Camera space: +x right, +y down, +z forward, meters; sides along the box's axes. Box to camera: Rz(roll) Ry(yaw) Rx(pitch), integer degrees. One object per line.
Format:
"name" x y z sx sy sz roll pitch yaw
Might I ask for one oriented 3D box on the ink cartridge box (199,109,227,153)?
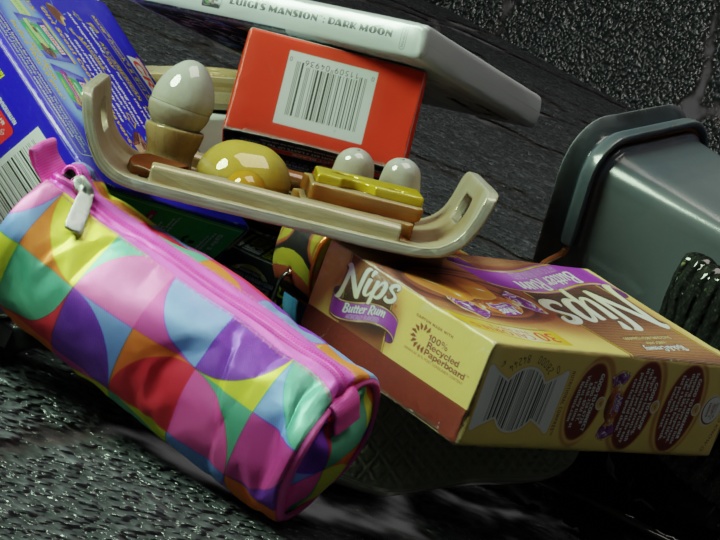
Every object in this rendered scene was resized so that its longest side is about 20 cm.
"ink cartridge box" -0.102 -0.072 1.584 0.199 0.068 0.116 -2 11 -36

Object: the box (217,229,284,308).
"box" -0.002 0.021 1.553 0.159 0.044 0.200 23 10 4

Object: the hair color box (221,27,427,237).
"hair color box" -0.023 -0.067 1.430 0.101 0.062 0.200 14 -13 1

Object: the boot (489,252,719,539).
"boot" 0.138 0.056 1.367 0.210 0.159 0.079 28 12 24

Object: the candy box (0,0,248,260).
"candy box" -0.164 -0.077 1.365 0.169 0.077 0.200 56 15 17

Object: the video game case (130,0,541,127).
"video game case" -0.011 -0.126 1.444 0.181 0.023 0.200 14 -2 23

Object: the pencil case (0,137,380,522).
"pencil case" -0.086 0.029 1.167 0.200 0.089 0.088 36 14 14

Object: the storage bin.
"storage bin" 0.175 0.027 1.454 0.134 0.201 0.145 30 27 34

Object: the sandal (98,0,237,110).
"sandal" -0.153 -0.139 1.536 0.210 0.070 0.078 3 10 -14

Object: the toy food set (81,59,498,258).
"toy food set" -0.035 -0.058 1.235 0.199 0.061 0.144 13 6 -4

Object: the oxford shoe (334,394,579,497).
"oxford shoe" 0.023 0.076 1.283 0.199 0.076 0.058 7 -5 -37

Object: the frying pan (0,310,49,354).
"frying pan" -0.187 0.012 1.240 0.190 0.031 0.115 31 10 -23

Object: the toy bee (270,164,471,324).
"toy bee" 0.000 0.000 1.361 0.130 0.109 0.200 22 21 24

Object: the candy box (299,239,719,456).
"candy box" 0.081 0.039 1.232 0.199 0.057 0.116 5 21 -46
